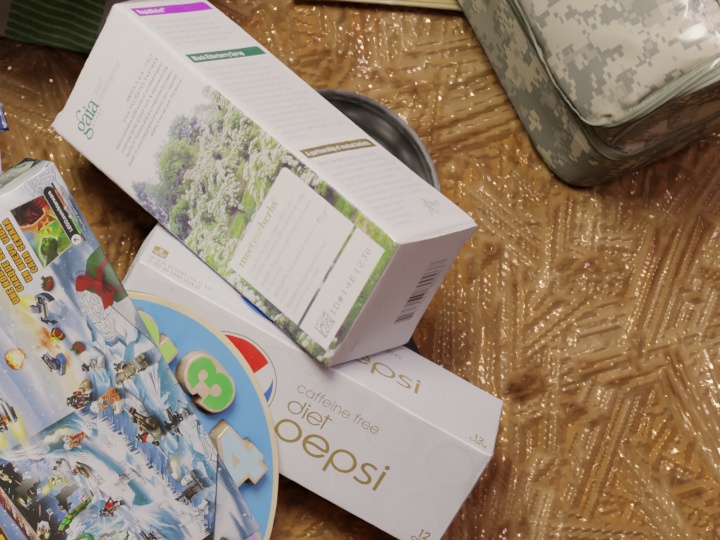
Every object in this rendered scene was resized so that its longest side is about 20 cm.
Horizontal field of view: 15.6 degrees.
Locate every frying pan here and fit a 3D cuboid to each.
[{"bbox_3d":[0.011,-0.011,1.384,0.115,0.031,0.190,-41,87,-24],"label":"frying pan"}]

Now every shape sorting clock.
[{"bbox_3d":[-0.123,0.108,1.232,0.199,0.039,0.201,-5,99,-29],"label":"shape sorting clock"}]

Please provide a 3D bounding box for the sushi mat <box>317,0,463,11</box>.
[{"bbox_3d":[0.050,-0.188,1.490,0.199,0.012,0.096,3,67,-17],"label":"sushi mat"}]

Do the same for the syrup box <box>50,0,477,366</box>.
[{"bbox_3d":[-0.050,-0.048,1.305,0.200,0.079,0.081,41,27,21],"label":"syrup box"}]

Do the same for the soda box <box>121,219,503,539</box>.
[{"bbox_3d":[-0.032,0.056,1.309,0.199,0.068,0.064,29,24,-4],"label":"soda box"}]

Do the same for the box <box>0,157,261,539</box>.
[{"bbox_3d":[-0.149,0.070,1.170,0.137,0.040,0.201,-34,109,-20],"label":"box"}]

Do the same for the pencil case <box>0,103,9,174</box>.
[{"bbox_3d":[-0.273,-0.045,1.278,0.199,0.083,0.091,-13,89,-24],"label":"pencil case"}]

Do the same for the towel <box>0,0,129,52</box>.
[{"bbox_3d":[-0.190,-0.186,1.339,0.199,0.153,0.023,10,33,-15],"label":"towel"}]

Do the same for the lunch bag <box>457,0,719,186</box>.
[{"bbox_3d":[0.142,-0.166,1.409,0.139,0.168,0.201,-24,83,-22],"label":"lunch bag"}]
